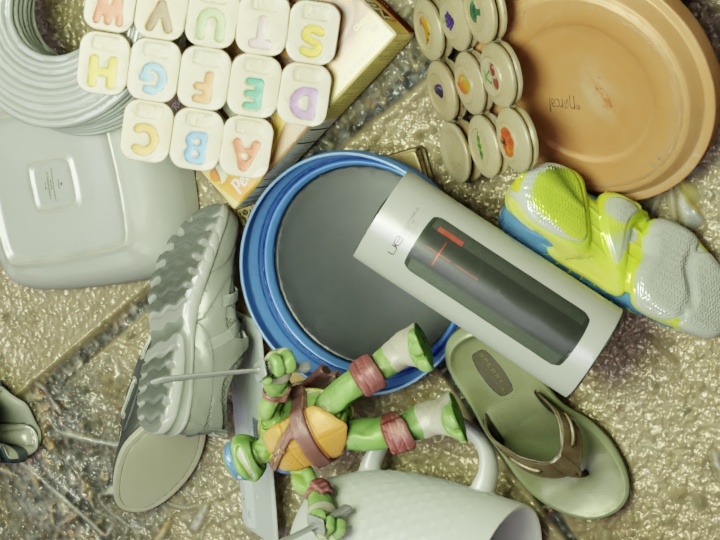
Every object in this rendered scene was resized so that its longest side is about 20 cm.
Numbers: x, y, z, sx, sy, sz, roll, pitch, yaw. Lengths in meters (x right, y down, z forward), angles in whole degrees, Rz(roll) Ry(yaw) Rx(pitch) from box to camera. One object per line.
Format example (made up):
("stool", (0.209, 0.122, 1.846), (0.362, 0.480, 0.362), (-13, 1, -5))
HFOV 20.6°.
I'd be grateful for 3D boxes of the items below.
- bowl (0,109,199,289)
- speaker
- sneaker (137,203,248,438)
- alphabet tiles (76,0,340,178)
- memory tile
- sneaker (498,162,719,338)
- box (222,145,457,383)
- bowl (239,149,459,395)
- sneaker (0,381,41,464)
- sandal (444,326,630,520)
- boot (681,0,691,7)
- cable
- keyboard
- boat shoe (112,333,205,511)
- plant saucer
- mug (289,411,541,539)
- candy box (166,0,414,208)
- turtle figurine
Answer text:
("bowl", (-0.246, -0.080, 1.702), (0.199, 0.075, 0.201), (-7, 97, 24))
("speaker", (0.095, 0.009, 1.505), (0.200, 0.081, 0.081), (34, 113, 3))
("sneaker", (-0.129, 0.044, 1.643), (0.075, 0.082, 0.201), (-3, 71, 52))
("alphabet tiles", (-0.119, -0.175, 1.549), (0.199, 0.015, 0.196), (9, 101, -3))
("memory tile", (0.079, -0.168, 1.517), (0.153, 0.017, 0.201), (178, 77, -69))
("sneaker", (0.192, -0.010, 1.537), (0.200, 0.076, 0.105), (37, 157, -8))
("box", (-0.015, 0.001, 1.645), (0.199, 0.021, 0.164), (-15, 96, 25))
("bowl", (0.000, 0.000, 1.604), (0.200, 0.039, 0.201), (6, 105, 23))
("sneaker", (-0.370, 0.184, 1.810), (0.146, 0.077, 0.203), (15, 105, 23))
("sandal", (0.134, 0.127, 1.563), (0.080, 0.057, 0.201), (-37, 108, 16))
("boot", (0.195, -0.289, 1.463), (0.200, 0.073, 0.151), (43, 115, 6))
("cable", (-0.234, -0.211, 1.605), (0.200, 0.069, 0.200), (-27, 84, 19))
("keyboard", (-0.091, 0.135, 1.691), (0.056, 0.011, 0.201), (17, 116, 54))
("boat shoe", (-0.172, 0.119, 1.732), (0.063, 0.072, 0.200), (57, 133, 52))
("plant saucer", (0.172, -0.139, 1.489), (0.200, 0.032, 0.201), (18, 129, 24))
("mug", (0.044, 0.211, 1.607), (0.175, 0.148, 0.201), (15, 86, 27))
("candy box", (-0.067, -0.160, 1.605), (0.115, 0.055, 0.200), (47, 109, 9))
("turtle figurine", (-0.025, 0.129, 1.531), (0.193, 0.200, 0.144), (-24, 70, 9))
